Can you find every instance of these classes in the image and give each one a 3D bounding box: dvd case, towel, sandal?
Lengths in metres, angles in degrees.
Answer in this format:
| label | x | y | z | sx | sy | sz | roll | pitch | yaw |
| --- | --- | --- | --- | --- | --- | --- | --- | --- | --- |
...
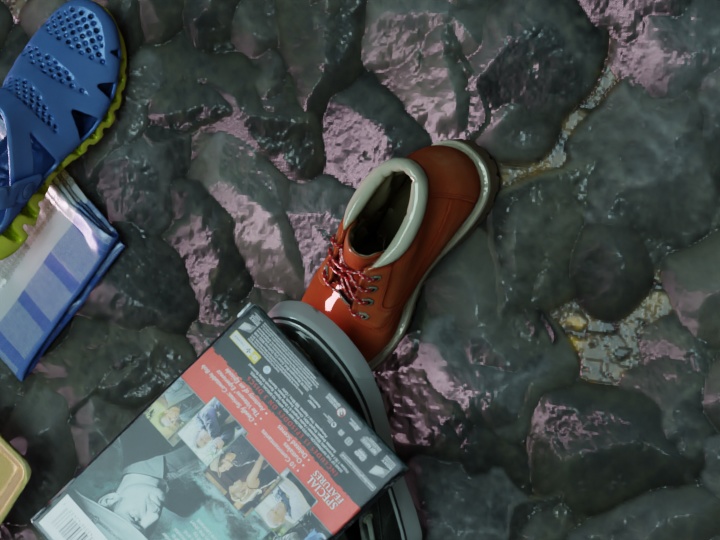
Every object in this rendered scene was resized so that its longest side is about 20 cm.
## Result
| label | x | y | z | sx | sy | sz | roll | pitch | yaw |
| --- | --- | --- | --- | --- | --- | --- | --- | --- | --- |
| dvd case | -0.089 | 0.141 | 1.371 | 0.200 | 0.022 | 0.146 | -44 | 77 | 1 |
| towel | -0.273 | -0.038 | 1.596 | 0.200 | 0.024 | 0.147 | 46 | 113 | 17 |
| sandal | -0.232 | -0.101 | 1.519 | 0.079 | 0.087 | 0.200 | 27 | 86 | 21 |

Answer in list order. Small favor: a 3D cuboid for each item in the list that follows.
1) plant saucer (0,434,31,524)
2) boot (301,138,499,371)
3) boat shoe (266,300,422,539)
| label | x | y | z | sx | sy | sz | roll | pitch | yaw |
| --- | --- | --- | --- | --- | --- | --- | --- | --- | --- |
| plant saucer | -0.344 | 0.156 | 1.632 | 0.200 | 0.048 | 0.200 | 41 | 110 | 18 |
| boot | 0.000 | 0.000 | 1.412 | 0.075 | 0.107 | 0.200 | 40 | 112 | 16 |
| boat shoe | -0.020 | 0.117 | 1.414 | 0.071 | 0.064 | 0.200 | -10 | 110 | 41 |
